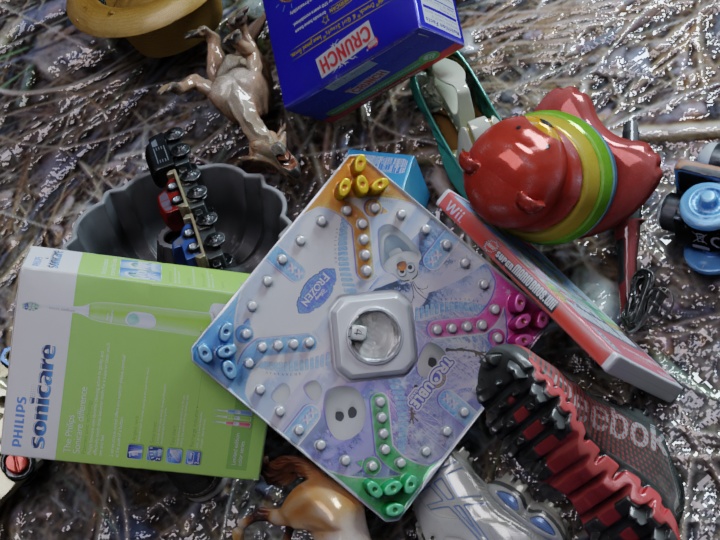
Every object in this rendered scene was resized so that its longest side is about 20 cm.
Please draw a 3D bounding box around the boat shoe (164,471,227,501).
[{"bbox_3d":[-0.170,0.105,1.229,0.067,0.057,0.200,-32,57,-1],"label":"boat shoe"}]

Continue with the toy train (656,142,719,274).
[{"bbox_3d":[0.338,-0.045,1.135,0.199,0.087,0.115,16,59,27],"label":"toy train"}]

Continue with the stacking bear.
[{"bbox_3d":[0.140,-0.075,1.113,0.121,0.200,0.114,42,109,17],"label":"stacking bear"}]

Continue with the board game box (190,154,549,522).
[{"bbox_3d":[0.011,0.048,1.068,0.200,0.026,0.200,40,81,-3],"label":"board game box"}]

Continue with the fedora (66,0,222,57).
[{"bbox_3d":[-0.192,-0.270,1.418,0.199,0.082,0.201,-14,42,13],"label":"fedora"}]

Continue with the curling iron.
[{"bbox_3d":[0.230,-0.038,1.194,0.049,0.025,0.201,-26,49,39],"label":"curling iron"}]

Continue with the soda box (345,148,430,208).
[{"bbox_3d":[0.000,0.000,1.225,0.064,0.068,0.201,8,65,21],"label":"soda box"}]

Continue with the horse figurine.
[{"bbox_3d":[-0.021,0.215,1.084,0.133,0.050,0.201,-43,70,34],"label":"horse figurine"}]

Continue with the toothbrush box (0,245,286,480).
[{"bbox_3d":[-0.167,0.071,1.111,0.199,0.086,0.147,6,101,-11],"label":"toothbrush box"}]

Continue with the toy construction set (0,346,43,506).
[{"bbox_3d":[-0.346,0.153,1.239,0.131,0.092,0.200,42,88,7],"label":"toy construction set"}]

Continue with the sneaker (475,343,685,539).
[{"bbox_3d":[0.166,0.124,1.061,0.201,0.071,0.098,47,43,-3],"label":"sneaker"}]

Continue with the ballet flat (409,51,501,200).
[{"bbox_3d":[0.094,-0.124,1.262,0.067,0.071,0.201,-26,58,-3],"label":"ballet flat"}]

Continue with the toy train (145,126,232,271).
[{"bbox_3d":[-0.151,-0.058,1.229,0.046,0.034,0.200,-20,42,-6],"label":"toy train"}]

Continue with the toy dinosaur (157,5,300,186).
[{"bbox_3d":[-0.105,-0.158,1.332,0.085,0.136,0.200,-25,30,21],"label":"toy dinosaur"}]

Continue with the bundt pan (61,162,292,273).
[{"bbox_3d":[-0.152,-0.002,1.249,0.200,0.076,0.203,-6,41,5],"label":"bundt pan"}]

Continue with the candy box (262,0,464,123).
[{"bbox_3d":[-0.007,-0.260,1.295,0.169,0.077,0.201,-24,68,36],"label":"candy box"}]

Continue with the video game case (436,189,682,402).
[{"bbox_3d":[0.155,0.020,1.121,0.017,0.143,0.200,-50,57,10],"label":"video game case"}]

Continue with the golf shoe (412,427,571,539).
[{"bbox_3d":[0.061,0.178,1.106,0.200,0.078,0.097,33,82,31],"label":"golf shoe"}]
